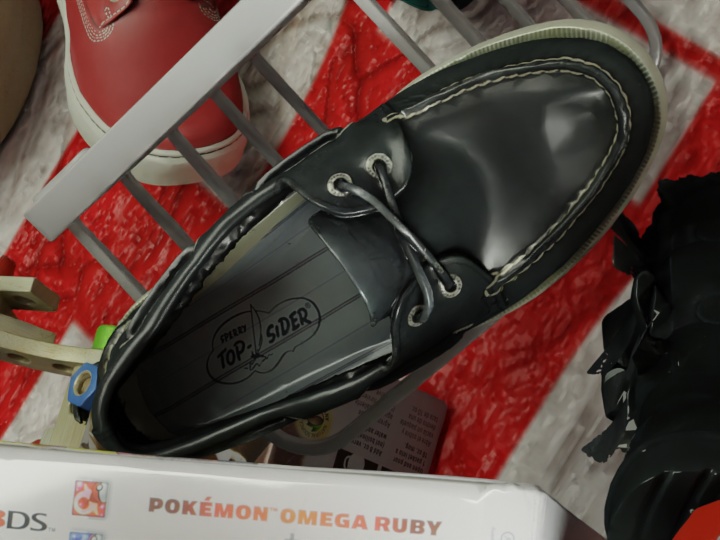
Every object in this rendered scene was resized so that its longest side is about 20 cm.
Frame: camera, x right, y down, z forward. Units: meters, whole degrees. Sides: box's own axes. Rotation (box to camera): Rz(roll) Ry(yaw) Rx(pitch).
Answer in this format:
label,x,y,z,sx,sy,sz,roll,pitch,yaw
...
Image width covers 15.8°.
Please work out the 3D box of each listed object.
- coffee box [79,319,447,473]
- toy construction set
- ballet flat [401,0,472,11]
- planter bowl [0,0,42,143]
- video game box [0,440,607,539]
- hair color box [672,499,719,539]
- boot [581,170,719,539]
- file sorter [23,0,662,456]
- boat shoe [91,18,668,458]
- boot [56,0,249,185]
label,x,y,z,sx,sy,sz,roll,pitch,yaw
coffee box,-0.057,0.126,0.948,0.113,0.080,0.200,4,73,48
toy construction set,-0.139,0.091,1.063,0.131,0.092,0.201,-8,75,47
ballet flat,0.005,-0.149,1.051,0.200,0.073,0.073,27,91,58
planter bowl,-0.239,-0.116,1.247,0.200,0.135,0.201,-25,53,39
video game box,-0.022,0.088,0.781,0.182,0.200,0.047,6,80,14
hair color box,0.164,0.131,0.610,0.111,0.200,0.064,-29,5,35
boot,0.157,0.047,0.730,0.163,0.198,0.073,-73,-3,-59
file sorter,0.008,-0.050,0.869,0.139,0.125,0.200,-41,6,26
boat shoe,-0.002,-0.002,0.743,0.199,0.075,0.066,-27,7,23
boot,-0.095,-0.141,1.093,0.200,0.072,0.145,-114,21,-45
